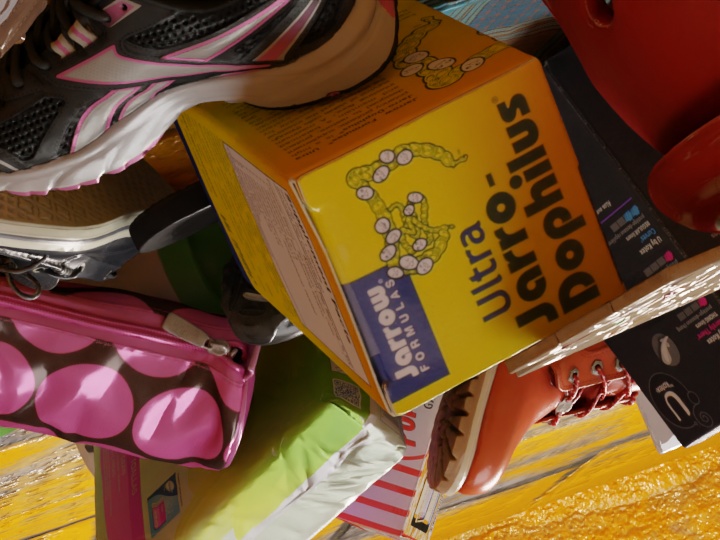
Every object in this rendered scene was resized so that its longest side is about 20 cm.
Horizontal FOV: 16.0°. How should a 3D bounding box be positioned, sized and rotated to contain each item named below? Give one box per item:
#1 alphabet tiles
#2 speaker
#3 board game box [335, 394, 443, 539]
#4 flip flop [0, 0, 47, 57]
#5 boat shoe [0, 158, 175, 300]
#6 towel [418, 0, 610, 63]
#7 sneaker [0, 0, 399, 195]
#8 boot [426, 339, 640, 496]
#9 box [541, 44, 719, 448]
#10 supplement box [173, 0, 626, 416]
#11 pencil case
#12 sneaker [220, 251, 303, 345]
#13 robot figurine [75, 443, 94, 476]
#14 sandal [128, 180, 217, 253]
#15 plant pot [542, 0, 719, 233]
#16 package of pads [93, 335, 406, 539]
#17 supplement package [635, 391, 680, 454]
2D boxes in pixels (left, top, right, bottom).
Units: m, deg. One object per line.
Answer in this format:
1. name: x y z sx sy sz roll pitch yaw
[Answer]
1. alphabet tiles: 0.153 -0.007 0.999 0.200 0.008 0.167 -21 172 -40
2. speaker: -0.163 0.032 1.361 0.199 0.089 0.088 -24 167 15
3. board game box: 0.033 0.078 1.460 0.046 0.152 0.200 17 173 7
4. flip flop: -0.152 -0.096 0.908 0.199 0.058 0.081 -24 167 14
5. boat shoe: -0.150 -0.023 1.169 0.062 0.075 0.200 -47 165 16
6. towel: 0.051 -0.107 1.268 0.146 0.022 0.200 -16 166 -19
7. sneaker: -0.091 -0.100 1.000 0.199 0.081 0.086 -20 141 14
8. boot: 0.106 0.051 1.341 0.200 0.107 0.075 -61 -179 -35
9. box: 0.169 -0.032 1.311 0.122 0.200 0.106 -33 174 -31
10. supplement box: 0.008 -0.037 1.057 0.109 0.109 0.200 -28 -157 -10
11. pencil case: -0.150 0.038 1.259 0.199 0.091 0.094 10 163 -13
12. sneaker: 0.000 0.000 1.273 0.074 0.080 0.200 7 -158 29
13. robot figurine: -0.080 0.066 1.553 0.199 0.125 0.150 -19 151 -8
14. sandal: -0.023 -0.042 1.212 0.200 0.045 0.075 -29 174 -37
15. plant pot: 0.173 -0.122 1.047 0.200 0.183 0.200 -18 169 -4
16. package of pads: -0.062 0.086 1.367 0.068 0.155 0.200 31 121 -29
17. supplement package: 0.196 -0.001 1.523 0.117 0.118 0.200 -23 -158 8
